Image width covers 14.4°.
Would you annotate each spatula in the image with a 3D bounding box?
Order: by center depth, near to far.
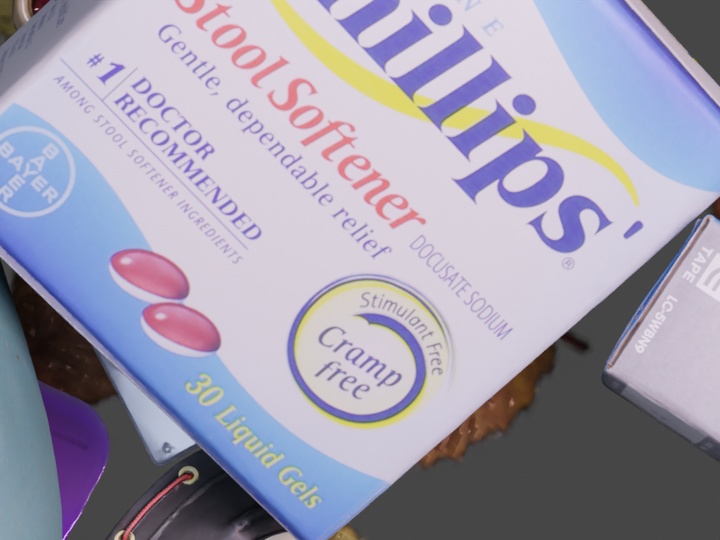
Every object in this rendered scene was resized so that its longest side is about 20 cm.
[{"bbox_3d":[-0.146,0.137,1.031,0.056,0.021,0.200,21,91,21],"label":"spatula"}]

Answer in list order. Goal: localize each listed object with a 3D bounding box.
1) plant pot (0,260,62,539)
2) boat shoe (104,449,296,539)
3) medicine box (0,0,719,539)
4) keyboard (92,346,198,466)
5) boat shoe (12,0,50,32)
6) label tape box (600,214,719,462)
[{"bbox_3d":[-0.191,0.076,0.944,0.200,0.201,0.161,-25,81,3],"label":"plant pot"},{"bbox_3d":[-0.097,0.149,1.008,0.201,0.074,0.063,-46,59,7],"label":"boat shoe"},{"bbox_3d":[-0.007,-0.048,0.937,0.200,0.103,0.182,-42,105,11],"label":"medicine box"},{"bbox_3d":[0.000,0.000,1.036,0.200,0.011,0.056,-29,90,3],"label":"keyboard"},{"bbox_3d":[-0.027,-0.091,1.011,0.199,0.069,0.074,-5,86,4],"label":"boat shoe"},{"bbox_3d":[0.178,0.065,0.948,0.200,0.144,0.063,33,90,6],"label":"label tape box"}]
